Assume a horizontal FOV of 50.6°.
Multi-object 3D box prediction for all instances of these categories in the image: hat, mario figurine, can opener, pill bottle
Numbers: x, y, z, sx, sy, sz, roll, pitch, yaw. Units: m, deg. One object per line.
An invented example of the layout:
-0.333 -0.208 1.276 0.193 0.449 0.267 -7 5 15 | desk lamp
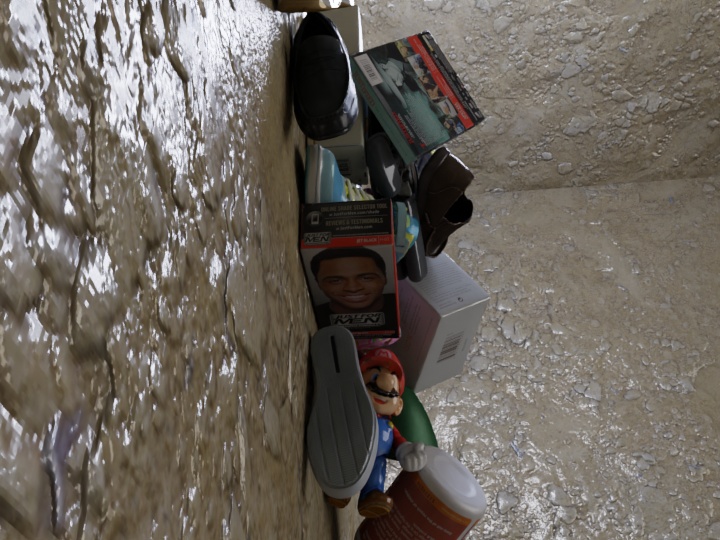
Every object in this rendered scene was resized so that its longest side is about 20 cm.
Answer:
0.057 0.165 1.068 0.198 0.162 0.181 19 80 -54 | hat
0.015 0.180 0.916 0.124 0.104 0.204 45 42 -37 | mario figurine
0.038 -0.073 0.960 0.067 0.052 0.205 -38 125 -45 | can opener
0.061 0.332 0.963 0.202 0.111 0.112 -54 -172 14 | pill bottle

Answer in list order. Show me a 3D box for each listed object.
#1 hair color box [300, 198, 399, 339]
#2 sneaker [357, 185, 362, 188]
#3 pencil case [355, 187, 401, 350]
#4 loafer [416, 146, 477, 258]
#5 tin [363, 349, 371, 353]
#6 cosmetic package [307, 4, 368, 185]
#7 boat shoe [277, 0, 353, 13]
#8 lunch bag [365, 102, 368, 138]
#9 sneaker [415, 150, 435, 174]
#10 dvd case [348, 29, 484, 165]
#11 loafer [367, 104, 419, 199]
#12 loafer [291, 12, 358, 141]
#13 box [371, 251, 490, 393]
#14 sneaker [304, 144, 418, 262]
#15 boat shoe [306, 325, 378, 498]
-0.007 0.006 0.861 0.202 0.098 0.063 81 8 -56 | hair color box
-0.024 -0.100 1.155 0.200 0.073 0.109 62 7 -71 | sneaker
0.000 0.000 1.001 0.087 0.085 0.206 48 32 -86 | pencil case
0.109 -0.072 1.006 0.073 0.070 0.202 -50 161 -22 | loafer
0.017 0.038 1.274 0.042 0.109 0.206 -17 103 -77 | tin
-0.029 -0.221 0.973 0.104 0.071 0.206 80 7 -67 | cosmetic package
-0.044 -0.301 0.769 0.201 0.069 0.071 -83 171 -69 | boat shoe
0.038 -0.223 1.124 0.170 0.194 0.128 -56 142 -84 | lunch bag
0.060 -0.105 1.128 0.075 0.081 0.201 57 43 -19 | sneaker
0.074 -0.226 0.970 0.148 0.022 0.199 56 40 -1 | dvd case
0.033 -0.156 0.998 0.063 0.070 0.206 -32 118 -65 | loafer
-0.043 -0.202 0.778 0.203 0.066 0.072 -98 174 -50 | loafer
0.072 0.048 1.122 0.200 0.104 0.155 47 -44 34 | box
0.003 -0.073 0.868 0.201 0.126 0.082 81 7 -61 | sneaker
-0.017 0.145 0.770 0.203 0.070 0.063 -95 177 -49 | boat shoe
